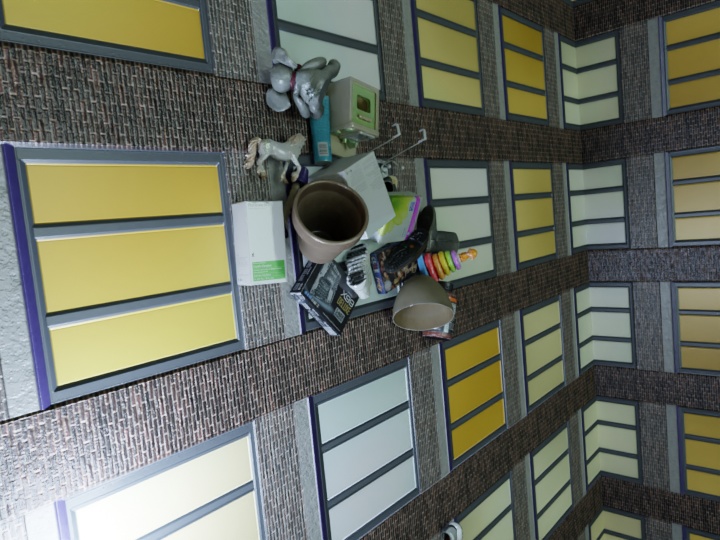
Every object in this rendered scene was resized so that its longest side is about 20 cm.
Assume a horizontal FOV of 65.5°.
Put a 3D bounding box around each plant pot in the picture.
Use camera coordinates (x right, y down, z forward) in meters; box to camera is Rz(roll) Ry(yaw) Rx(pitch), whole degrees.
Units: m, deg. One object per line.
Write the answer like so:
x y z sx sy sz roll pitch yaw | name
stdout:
-0.091 -0.108 1.474 0.198 0.175 0.202 7 58 -12 | plant pot
0.201 0.094 1.830 0.200 0.199 0.135 33 45 -43 | plant pot

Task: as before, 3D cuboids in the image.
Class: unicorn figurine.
-0.203 -0.298 1.449 0.199 0.073 0.139 8 84 -48 | unicorn figurine

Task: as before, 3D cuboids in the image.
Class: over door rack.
0.094 -0.354 1.696 0.147 0.200 0.067 -6 67 -49 | over door rack

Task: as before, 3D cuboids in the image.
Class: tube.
-0.113 -0.401 1.577 0.077 0.050 0.202 -1 86 -44 | tube

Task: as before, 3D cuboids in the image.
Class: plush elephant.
-0.165 -0.489 1.452 0.200 0.154 0.166 -59 173 -66 | plush elephant

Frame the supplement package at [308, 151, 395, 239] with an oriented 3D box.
-0.025 -0.207 1.590 0.152 0.150 0.201 -41 118 -42 | supplement package

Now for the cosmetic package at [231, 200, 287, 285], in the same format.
-0.248 -0.069 1.377 0.107 0.085 0.202 -7 95 -36 | cosmetic package

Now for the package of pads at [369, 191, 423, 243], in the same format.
0.106 -0.166 1.756 0.199 0.068 0.156 -11 123 -54 | package of pads

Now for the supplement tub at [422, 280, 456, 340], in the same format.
0.280 0.141 1.964 0.107 0.106 0.202 20 74 -46 | supplement tub

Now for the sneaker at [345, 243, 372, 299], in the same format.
0.000 0.000 1.643 0.201 0.075 0.081 -87 154 -47 | sneaker

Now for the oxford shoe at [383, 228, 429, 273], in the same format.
0.152 -0.044 1.795 0.200 0.073 0.085 -39 148 -26 | oxford shoe

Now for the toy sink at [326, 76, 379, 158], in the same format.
-0.022 -0.437 1.628 0.130 0.111 0.202 6 85 -48 | toy sink

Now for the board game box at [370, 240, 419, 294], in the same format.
0.112 -0.024 1.829 0.200 0.034 0.137 -32 112 -44 | board game box

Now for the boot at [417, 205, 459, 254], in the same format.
0.287 -0.135 2.003 0.199 0.072 0.183 1 102 -42 | boot

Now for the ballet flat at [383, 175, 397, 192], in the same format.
0.068 -0.238 1.762 0.067 0.057 0.200 50 52 -14 | ballet flat

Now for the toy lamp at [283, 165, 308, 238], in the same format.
-0.183 -0.185 1.482 0.058 0.058 0.201 33 65 -43 | toy lamp

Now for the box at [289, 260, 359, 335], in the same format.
-0.094 0.063 1.582 0.200 0.049 0.158 52 52 -34 | box

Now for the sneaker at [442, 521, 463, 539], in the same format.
0.328 1.026 2.033 0.079 0.074 0.202 1 82 -39 | sneaker

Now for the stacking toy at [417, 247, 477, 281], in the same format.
0.303 -0.030 1.907 0.110 0.199 0.117 42 30 -63 | stacking toy
